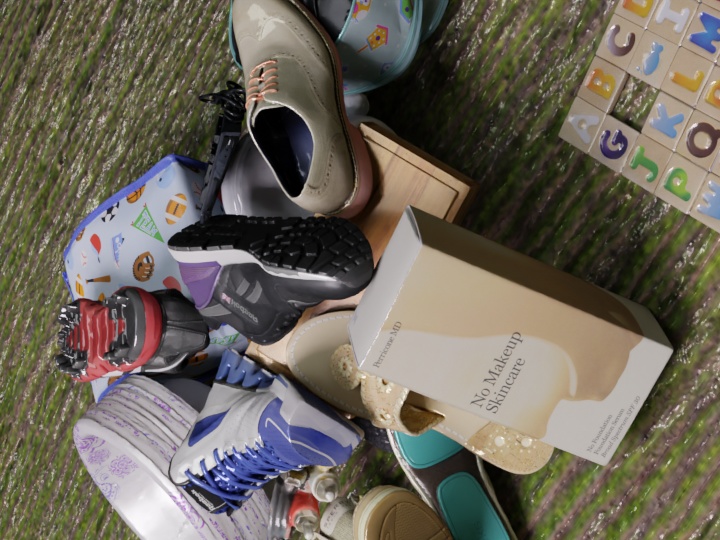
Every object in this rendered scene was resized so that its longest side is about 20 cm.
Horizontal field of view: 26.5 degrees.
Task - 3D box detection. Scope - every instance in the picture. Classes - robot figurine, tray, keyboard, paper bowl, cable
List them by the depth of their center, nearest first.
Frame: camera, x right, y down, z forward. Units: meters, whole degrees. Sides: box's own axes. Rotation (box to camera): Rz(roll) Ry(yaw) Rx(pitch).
[{"bbox_3d":[0.000,0.000,1.157,0.098,0.037,0.201,30,105,13],"label":"tray"},{"bbox_3d":[-0.120,-0.106,1.220,0.200,0.039,0.105,-113,44,-77],"label":"keyboard"},{"bbox_3d":[-0.042,0.152,1.236,0.200,0.050,0.098,-87,14,-74],"label":"cable"},{"bbox_3d":[-0.036,-0.069,1.260,0.199,0.113,0.171,0,70,44],"label":"robot figurine"},{"bbox_3d":[-0.144,0.174,1.306,0.200,0.104,0.202,36,153,22],"label":"paper bowl"}]

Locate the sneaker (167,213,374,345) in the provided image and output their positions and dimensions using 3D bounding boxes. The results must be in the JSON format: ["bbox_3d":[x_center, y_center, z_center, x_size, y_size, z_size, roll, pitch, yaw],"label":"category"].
[{"bbox_3d":[-0.055,0.012,1.114,0.199,0.075,0.088,8,122,48],"label":"sneaker"}]

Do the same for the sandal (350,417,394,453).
[{"bbox_3d":[-0.007,0.053,1.218,0.075,0.045,0.201,-35,90,30],"label":"sandal"}]

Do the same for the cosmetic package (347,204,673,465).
[{"bbox_3d":[0.101,0.046,1.051,0.071,0.198,0.106,-107,40,-66],"label":"cosmetic package"}]

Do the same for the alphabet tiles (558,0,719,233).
[{"bbox_3d":[0.238,-0.151,1.077,0.167,0.008,0.202,37,111,40],"label":"alphabet tiles"}]

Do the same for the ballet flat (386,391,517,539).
[{"bbox_3d":[0.063,0.148,1.159,0.069,0.069,0.202,-23,83,40],"label":"ballet flat"}]

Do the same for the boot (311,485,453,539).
[{"bbox_3d":[0.013,0.209,1.141,0.072,0.201,0.154,-36,38,-14],"label":"boot"}]

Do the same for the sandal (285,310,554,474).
[{"bbox_3d":[0.045,0.085,1.097,0.210,0.070,0.078,25,86,3],"label":"sandal"}]

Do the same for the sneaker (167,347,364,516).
[{"bbox_3d":[-0.078,0.135,1.140,0.116,0.080,0.199,-59,24,-7],"label":"sneaker"}]

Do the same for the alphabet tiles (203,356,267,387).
[{"bbox_3d":[-0.135,0.052,1.417,0.166,0.006,0.202,38,111,40],"label":"alphabet tiles"}]

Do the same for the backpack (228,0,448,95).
[{"bbox_3d":[-0.018,-0.240,1.233,0.175,0.153,0.202,-1,74,43],"label":"backpack"}]

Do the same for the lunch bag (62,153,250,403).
[{"bbox_3d":[-0.180,0.019,1.377,0.199,0.123,0.172,-31,65,29],"label":"lunch bag"}]

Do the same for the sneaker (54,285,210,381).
[{"bbox_3d":[-0.188,0.054,1.266,0.200,0.097,0.072,-13,77,58],"label":"sneaker"}]

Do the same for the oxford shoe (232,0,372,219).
[{"bbox_3d":[-0.054,-0.133,1.123,0.071,0.074,0.201,-37,67,27],"label":"oxford shoe"}]
